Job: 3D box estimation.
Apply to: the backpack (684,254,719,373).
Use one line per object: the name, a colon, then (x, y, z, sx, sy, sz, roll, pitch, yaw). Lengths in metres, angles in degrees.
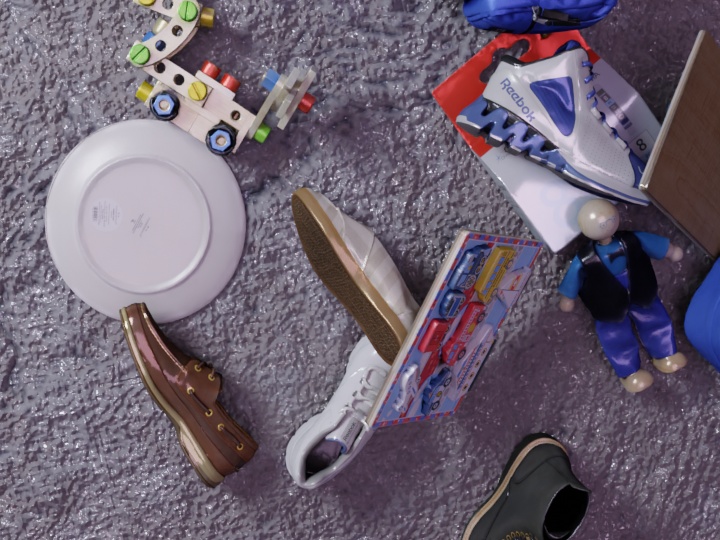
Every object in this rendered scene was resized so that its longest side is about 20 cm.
backpack: (0.433, 0.057, 0.941, 0.199, 0.168, 0.164, 36, 86, -14)

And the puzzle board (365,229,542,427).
puzzle board: (0.094, 0.058, 0.920, 0.017, 0.150, 0.202, 36, 109, 32)

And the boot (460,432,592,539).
boot: (0.156, 0.271, 0.963, 0.076, 0.138, 0.203, 18, 96, -6)

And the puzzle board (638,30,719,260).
puzzle board: (0.327, -0.111, 0.925, 0.199, 0.017, 0.153, 27, 83, -48)

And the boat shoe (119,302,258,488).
boat shoe: (-0.168, 0.114, 0.961, 0.067, 0.072, 0.202, -29, 104, -5)

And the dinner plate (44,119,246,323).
dinner plate: (-0.211, -0.046, 0.960, 0.197, 0.024, 0.204, 0, 96, -3)

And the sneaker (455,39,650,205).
sneaker: (0.199, -0.144, 0.905, 0.197, 0.081, 0.116, 26, 95, -2)

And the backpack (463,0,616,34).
backpack: (0.134, -0.301, 0.875, 0.196, 0.163, 0.171, 1, 96, -5)

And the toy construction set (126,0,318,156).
toy construction set: (-0.136, -0.187, 0.921, 0.198, 0.092, 0.132, 32, 94, 4)

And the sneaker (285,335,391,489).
sneaker: (0.000, 0.138, 0.964, 0.074, 0.087, 0.201, 34, 92, -5)

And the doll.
doll: (0.262, 0.016, 0.967, 0.135, 0.049, 0.202, -28, 112, -1)

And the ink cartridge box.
ink cartridge box: (0.191, -0.145, 0.963, 0.159, 0.047, 0.201, -38, 100, 1)

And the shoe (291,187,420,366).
shoe: (0.000, 0.000, 0.949, 0.053, 0.070, 0.201, -28, 76, -28)
